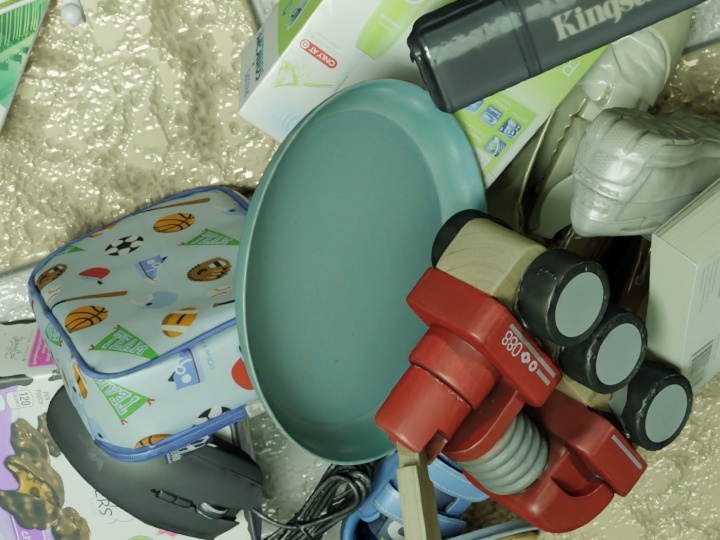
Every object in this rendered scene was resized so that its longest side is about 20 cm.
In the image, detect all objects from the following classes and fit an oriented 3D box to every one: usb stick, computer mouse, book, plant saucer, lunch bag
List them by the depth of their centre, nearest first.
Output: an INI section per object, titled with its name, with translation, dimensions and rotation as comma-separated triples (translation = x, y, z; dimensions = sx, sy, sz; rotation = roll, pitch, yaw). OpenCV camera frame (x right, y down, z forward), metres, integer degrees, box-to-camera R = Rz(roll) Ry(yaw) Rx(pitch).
[usb stick]
translation = 0.120, -0.141, 0.806
dimensions = 0.199, 0.033, 0.056
rotation = -23, 114, 3
[plant saucer]
translation = 0.000, 0.000, 0.820
dimensions = 0.027, 0.200, 0.201
rotation = 10, 129, 40
[lunch bag]
translation = -0.096, 0.025, 0.887
dimensions = 0.159, 0.200, 0.076
rotation = -24, 119, -15
[book]
translation = 0.244, -0.021, 0.896
dimensions = 0.199, 0.048, 0.134
rotation = -36, 145, -23
[computer mouse]
translation = -0.086, 0.117, 0.952
dimensions = 0.200, 0.046, 0.140
rotation = 40, 112, -21

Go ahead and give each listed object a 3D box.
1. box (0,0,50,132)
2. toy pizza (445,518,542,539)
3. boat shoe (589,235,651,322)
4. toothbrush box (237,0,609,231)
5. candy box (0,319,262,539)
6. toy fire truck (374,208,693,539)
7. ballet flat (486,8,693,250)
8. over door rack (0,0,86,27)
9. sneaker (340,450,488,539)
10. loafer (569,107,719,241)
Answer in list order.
[box]
translation = -0.277, -0.162, 0.875
dimensions = 0.198, 0.036, 0.145
rotation = 20, 117, -15
[toy pizza]
translation = 0.032, 0.210, 1.028
dimensions = 0.199, 0.200, 0.032
rotation = -22, 75, 10
[boat shoe]
translation = 0.149, 0.031, 0.979
dimensions = 0.071, 0.076, 0.201
rotation = 22, 107, -27
[toothbrush box]
translation = 0.045, -0.140, 0.873
dimensions = 0.145, 0.086, 0.200
rotation = 33, 115, -20
[candy box]
translation = -0.171, 0.116, 1.016
dimensions = 0.198, 0.072, 0.169
rotation = -7, 119, 1
[toy fire truck]
translation = 0.075, 0.099, 0.834
dimensions = 0.201, 0.128, 0.176
rotation = -52, 133, -9
[ballet flat]
translation = 0.139, -0.089, 0.917
dimensions = 0.069, 0.070, 0.201
rotation = 20, 117, -13
[over door rack]
translation = -0.187, -0.217, 0.803
dimensions = 0.147, 0.067, 0.201
rotation = -22, 109, -2
[sneaker]
translation = 0.047, 0.133, 0.993
dimensions = 0.074, 0.083, 0.200
rotation = 30, 140, -8
[loafer]
translation = 0.178, -0.051, 0.889
dimensions = 0.199, 0.070, 0.070
rotation = -2, 120, -50
